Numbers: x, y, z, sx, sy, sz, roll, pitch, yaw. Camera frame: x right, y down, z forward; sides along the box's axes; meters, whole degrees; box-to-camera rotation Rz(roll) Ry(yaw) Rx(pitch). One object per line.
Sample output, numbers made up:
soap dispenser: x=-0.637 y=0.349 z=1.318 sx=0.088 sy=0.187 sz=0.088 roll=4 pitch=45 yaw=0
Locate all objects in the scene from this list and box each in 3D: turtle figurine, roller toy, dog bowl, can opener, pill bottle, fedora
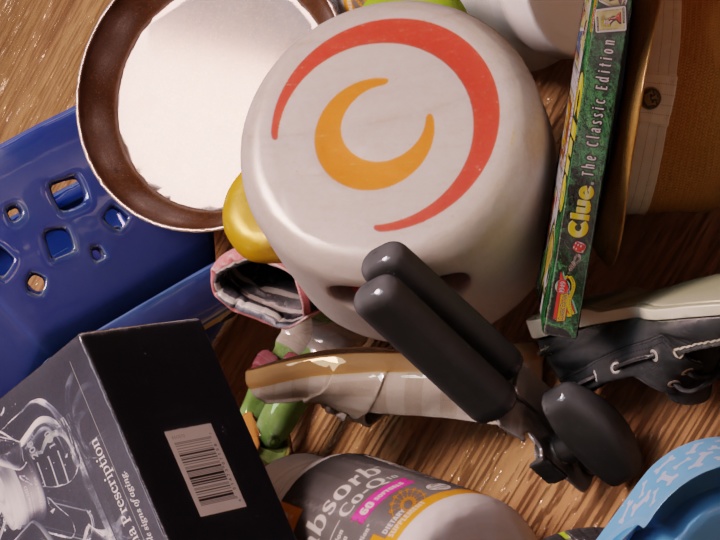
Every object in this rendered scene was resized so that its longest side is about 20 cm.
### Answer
turtle figurine: x=-0.100 y=0.090 z=1.567 sx=0.199 sy=0.144 sz=0.194 roll=32 pitch=77 yaw=16
roller toy: x=0.028 y=-0.053 z=1.405 sx=0.200 sy=0.140 sz=0.182 roll=-44 pitch=64 yaw=-6
dog bowl: x=0.163 y=0.172 z=1.214 sx=0.201 sy=0.111 sz=0.050 roll=-56 pitch=21 yaw=17
can opener: x=0.079 y=0.054 z=1.323 sx=0.066 sy=0.200 sz=0.053 roll=-33 pitch=29 yaw=35
pill bottle: x=0.082 y=-0.187 z=1.511 sx=0.200 sy=0.116 sz=0.117 roll=9 pitch=78 yaw=56
pill bottle: x=0.011 y=0.174 z=1.410 sx=0.200 sy=0.116 sz=0.117 roll=12 pitch=80 yaw=55
fedora: x=0.180 y=-0.098 z=1.334 sx=0.201 sy=0.081 sz=0.202 roll=-172 pitch=90 yaw=-89

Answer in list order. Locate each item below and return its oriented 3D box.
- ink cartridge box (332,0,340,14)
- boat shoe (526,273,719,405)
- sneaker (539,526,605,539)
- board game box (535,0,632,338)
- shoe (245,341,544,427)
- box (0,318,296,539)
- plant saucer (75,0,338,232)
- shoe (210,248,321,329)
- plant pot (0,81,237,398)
ink cartridge box: x=-0.023 y=-0.128 z=1.664 sx=0.145 sy=0.083 sz=0.201 roll=3 pitch=75 yaw=55
boat shoe: x=0.174 y=0.043 z=1.310 sx=0.199 sy=0.074 sz=0.067 roll=-11 pitch=98 yaw=47
sneaker: x=0.091 y=0.227 z=1.311 sx=0.200 sy=0.081 sz=0.074 roll=-45 pitch=37 yaw=-1
board game box: x=0.124 y=-0.072 z=1.298 sx=0.105 sy=0.023 sz=0.201 roll=-91 pitch=9 yaw=-77
shoe: x=0.019 y=0.075 z=1.457 sx=0.199 sy=0.070 sz=0.054 roll=-4 pitch=91 yaw=23
box: x=-0.146 y=0.161 z=1.394 sx=0.182 sy=0.104 sz=0.201 roll=-37 pitch=71 yaw=37
plant saucer: x=-0.096 y=-0.121 z=1.574 sx=0.199 sy=0.034 sz=0.202 roll=-5 pitch=76 yaw=20
shoe: x=0.000 y=0.000 z=1.506 sx=0.199 sy=0.072 sz=0.091 roll=8 pitch=38 yaw=35
plant pot: x=-0.198 y=0.005 z=1.671 sx=0.180 sy=0.199 sz=0.200 roll=55 pitch=156 yaw=8
